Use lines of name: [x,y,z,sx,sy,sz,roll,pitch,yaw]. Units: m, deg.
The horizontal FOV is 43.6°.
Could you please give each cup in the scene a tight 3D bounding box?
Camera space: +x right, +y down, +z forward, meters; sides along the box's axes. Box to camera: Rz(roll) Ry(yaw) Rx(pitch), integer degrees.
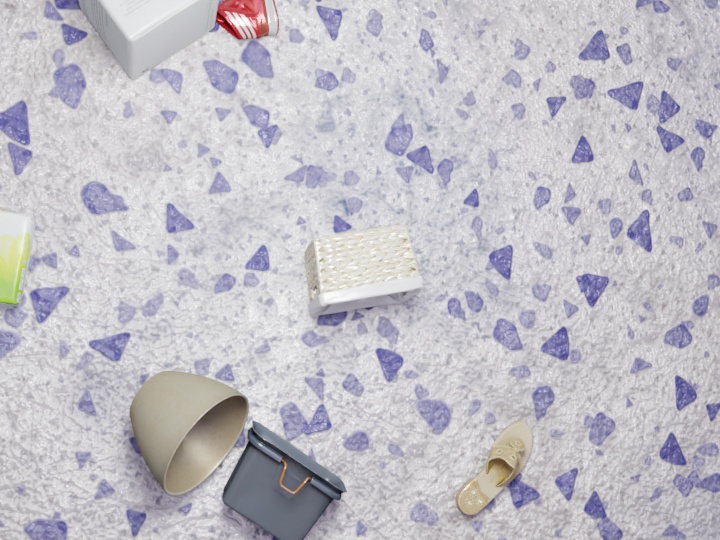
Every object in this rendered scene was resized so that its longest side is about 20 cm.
cup: [-0.304,0.251,1.518,0.142,0.201,0.201,34,74,21]

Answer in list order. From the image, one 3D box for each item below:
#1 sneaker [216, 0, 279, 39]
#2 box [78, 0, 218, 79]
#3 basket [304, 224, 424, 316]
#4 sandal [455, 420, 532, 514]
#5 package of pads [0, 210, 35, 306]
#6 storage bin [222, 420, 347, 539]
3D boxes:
sneaker: [-0.228,-0.532,1.689,0.113,0.078,0.204,-15,85,-16]
box: [-0.373,-0.483,1.583,0.199,0.199,0.173,-36,92,-16]
basket: [0.000,0.000,1.642,0.196,0.136,0.126,-8,80,-14]
sandal: [0.265,0.373,1.684,0.078,0.070,0.212,45,75,-4]
package of pads: [-0.661,-0.033,1.519,0.196,0.068,0.158,10,81,-13]
storage bin: [-0.140,0.379,1.558,0.198,0.145,0.136,34,86,-7]
